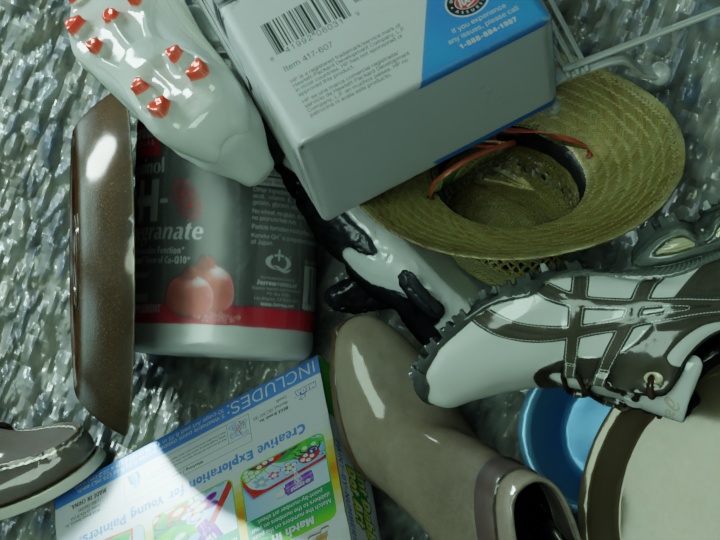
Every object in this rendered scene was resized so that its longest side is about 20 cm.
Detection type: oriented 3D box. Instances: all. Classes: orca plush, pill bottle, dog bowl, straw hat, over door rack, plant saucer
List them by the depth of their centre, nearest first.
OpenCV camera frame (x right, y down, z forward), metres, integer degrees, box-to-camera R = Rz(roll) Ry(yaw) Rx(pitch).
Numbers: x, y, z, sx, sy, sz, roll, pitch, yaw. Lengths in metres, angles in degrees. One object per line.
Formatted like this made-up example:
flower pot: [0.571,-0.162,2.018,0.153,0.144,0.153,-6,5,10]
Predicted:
plant saucer: [0.211,0.129,0.983,0.199,0.029,0.201,-2,85,21]
dog bowl: [0.178,0.089,1.041,0.199,0.050,0.112,-1,85,21]
over door rack: [0.161,-0.187,1.062,0.199,0.067,0.148,-26,70,3]
straw hat: [0.083,-0.037,1.063,0.200,0.201,0.085,14,133,21]
orca plush: [0.000,0.000,1.075,0.071,0.200,0.105,-44,29,21]
plant saucer: [-0.150,-0.005,1.101,0.032,0.200,0.201,-1,84,-11]
pill bottle: [-0.078,-0.049,1.118,0.110,0.111,0.201,1,85,21]

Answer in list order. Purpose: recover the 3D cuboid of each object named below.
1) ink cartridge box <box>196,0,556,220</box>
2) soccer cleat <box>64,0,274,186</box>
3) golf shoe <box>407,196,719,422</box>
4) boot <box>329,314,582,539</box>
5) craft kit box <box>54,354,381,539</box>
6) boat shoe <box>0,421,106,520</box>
ink cartridge box: [-0.006,-0.151,1.016,0.145,0.084,0.201,-27,61,-4]
soccer cleat: [-0.107,-0.109,1.046,0.069,0.078,0.200,-40,40,2]
golf shoe: [0.123,0.040,0.965,0.199,0.078,0.095,-24,70,9]
boot: [0.060,0.114,1.021,0.070,0.146,0.201,-31,99,-18]
craft kit box: [-0.081,0.174,1.086,0.199,0.049,0.198,-28,43,18]
boat shoe: [-0.253,0.123,1.186,0.199,0.072,0.060,-15,105,24]
